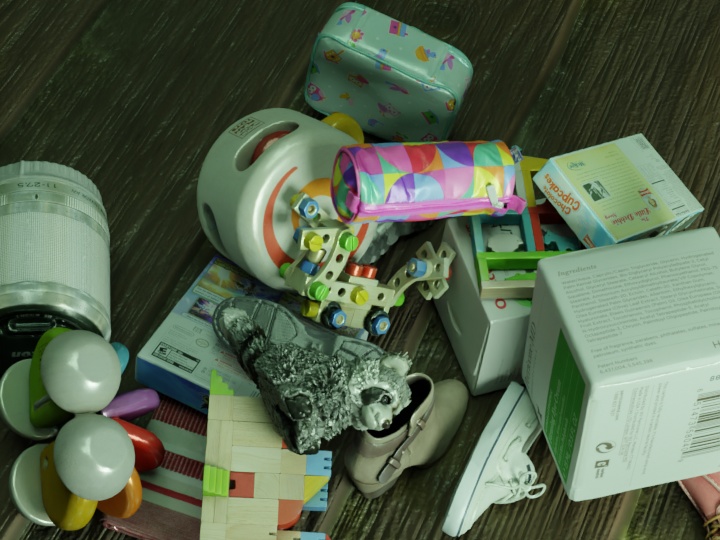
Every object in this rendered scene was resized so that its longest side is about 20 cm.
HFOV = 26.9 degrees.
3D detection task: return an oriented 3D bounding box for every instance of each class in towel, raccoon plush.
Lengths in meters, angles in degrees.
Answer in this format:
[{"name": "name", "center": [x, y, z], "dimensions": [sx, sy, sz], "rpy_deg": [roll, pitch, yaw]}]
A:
[{"name": "towel", "center": [-0.168, 0.205, 1.580], "dimensions": [0.142, 0.023, 0.201], "rpy_deg": [17, 53, 9]}, {"name": "raccoon plush", "center": [-0.037, 0.083, 1.463], "dimensions": [0.133, 0.097, 0.201], "rpy_deg": [-25, 67, -18]}]

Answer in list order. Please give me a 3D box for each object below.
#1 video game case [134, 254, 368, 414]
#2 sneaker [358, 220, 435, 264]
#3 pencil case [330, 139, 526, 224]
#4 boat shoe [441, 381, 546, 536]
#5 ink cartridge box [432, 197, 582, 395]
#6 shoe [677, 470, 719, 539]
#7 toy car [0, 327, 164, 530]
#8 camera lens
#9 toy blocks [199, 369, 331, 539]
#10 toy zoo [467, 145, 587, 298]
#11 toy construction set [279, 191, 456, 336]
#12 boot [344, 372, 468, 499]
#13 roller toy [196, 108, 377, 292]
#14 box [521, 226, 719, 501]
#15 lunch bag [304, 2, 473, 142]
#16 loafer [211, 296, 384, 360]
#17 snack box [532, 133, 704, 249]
[{"name": "video game case", "center": [-0.115, 0.089, 1.635], "dimensions": [0.198, 0.046, 0.182], "rpy_deg": [24, 45, 11]}, {"name": "sneaker", "center": [0.037, -0.083, 1.771], "dimensions": [0.199, 0.075, 0.082], "rpy_deg": [-33, 65, -25]}, {"name": "pencil case", "center": [0.069, -0.092, 1.556], "dimensions": [0.197, 0.089, 0.089], "rpy_deg": [-4, 54, -19]}, {"name": "boat shoe", "center": [0.157, 0.211, 1.585], "dimensions": [0.085, 0.075, 0.203], "rpy_deg": [27, 47, 9]}, {"name": "ink cartridge box", "center": [0.199, 0.022, 1.671], "dimensions": [0.197, 0.147, 0.148], "rpy_deg": [-12, 56, -14]}, {"name": "shoe", "center": [0.385, 0.270, 1.561], "dimensions": [0.091, 0.072, 0.200], "rpy_deg": [-35, 69, -33]}, {"name": "toy car", "center": [-0.268, 0.156, 1.511], "dimensions": [0.148, 0.174, 0.203], "rpy_deg": [-1, 72, -37]}, {"name": "camera lens", "center": [-0.348, 0.006, 1.615], "dimensions": [0.157, 0.161, 0.202], "rpy_deg": [-2, 54, -8]}, {"name": "toy blocks", "center": [-0.088, 0.206, 1.494], "dimensions": [0.135, 0.100, 0.203], "rpy_deg": [3, 71, -4]}, {"name": "toy zoo", "center": [0.180, -0.057, 1.622], "dimensions": [0.129, 0.021, 0.202], "rpy_deg": [0, 53, -5]}, {"name": "toy construction set", "center": [0.000, 0.000, 1.605], "dimensions": [0.198, 0.133, 0.092], "rpy_deg": [13, 10, -26]}, {"name": "boot", "center": [0.057, 0.152, 1.564], "dimensions": [0.070, 0.147, 0.200], "rpy_deg": [32, 58, 17]}, {"name": "roller toy", "center": [-0.081, -0.082, 1.656], "dimensions": [0.181, 0.203, 0.139], "rpy_deg": [9, 13, -36]}, {"name": "box", "center": [0.286, 0.095, 1.528], "dimensions": [0.197, 0.200, 0.173], "rpy_deg": [-10, 49, -9]}, {"name": "lunch bag", "center": [0.030, -0.230, 1.827], "dimensions": [0.198, 0.161, 0.078], "rpy_deg": [25, 60, 4]}, {"name": "loafer", "center": [-0.062, 0.087, 1.587], "dimensions": [0.198, 0.063, 0.073], "rpy_deg": [19, 76, 11]}, {"name": "snack box", "center": [0.283, -0.083, 1.636], "dimensions": [0.199, 0.037, 0.117], "rpy_deg": [-17, 65, -48]}]
